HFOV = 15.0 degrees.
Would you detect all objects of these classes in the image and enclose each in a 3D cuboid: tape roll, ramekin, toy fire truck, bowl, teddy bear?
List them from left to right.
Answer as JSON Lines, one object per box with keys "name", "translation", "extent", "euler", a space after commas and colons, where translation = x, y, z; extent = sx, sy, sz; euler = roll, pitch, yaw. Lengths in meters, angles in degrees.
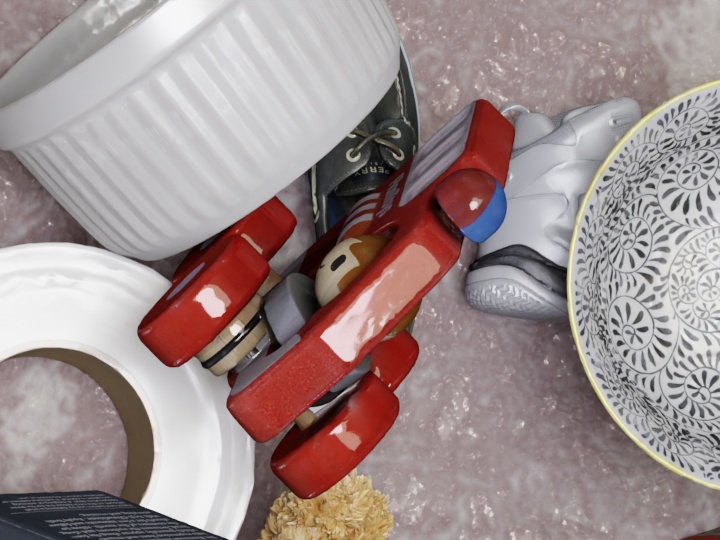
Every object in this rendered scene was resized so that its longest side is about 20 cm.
{"name": "tape roll", "translation": [-0.153, 0.089, 1.324], "extent": [0.202, 0.071, 0.203], "euler": [2, 84, -16]}
{"name": "ramekin", "translation": [-0.074, -0.093, 1.301], "extent": [0.200, 0.200, 0.105], "euler": [-41, 104, -15]}
{"name": "teddy bear", "translation": [-0.050, 0.180, 1.314], "extent": [0.067, 0.145, 0.200], "euler": [37, 69, 13]}
{"name": "toy fire truck", "translation": [0.000, 0.000, 1.253], "extent": [0.168, 0.200, 0.112], "euler": [-43, 98, 16]}
{"name": "bowl", "translation": [0.189, 0.010, 1.338], "extent": [0.200, 0.094, 0.202], "euler": [1, 86, -7]}

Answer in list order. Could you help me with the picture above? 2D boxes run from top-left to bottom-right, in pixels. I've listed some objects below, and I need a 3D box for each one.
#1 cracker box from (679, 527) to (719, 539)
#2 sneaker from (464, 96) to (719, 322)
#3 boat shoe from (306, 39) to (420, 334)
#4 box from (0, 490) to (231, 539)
{"name": "cracker box", "translation": [0.282, 0.138, 1.409], "extent": [0.199, 0.134, 0.058], "euler": [-16, 89, -16]}
{"name": "sneaker", "translation": [0.154, -0.028, 1.419], "extent": [0.199, 0.075, 0.115], "euler": [4, 87, -12]}
{"name": "boat shoe", "translation": [0.004, -0.044, 1.387], "extent": [0.068, 0.057, 0.201], "euler": [-1, 86, -16]}
{"name": "box", "translation": [-0.092, 0.192, 1.182], "extent": [0.107, 0.200, 0.149], "euler": [3, 101, -53]}
